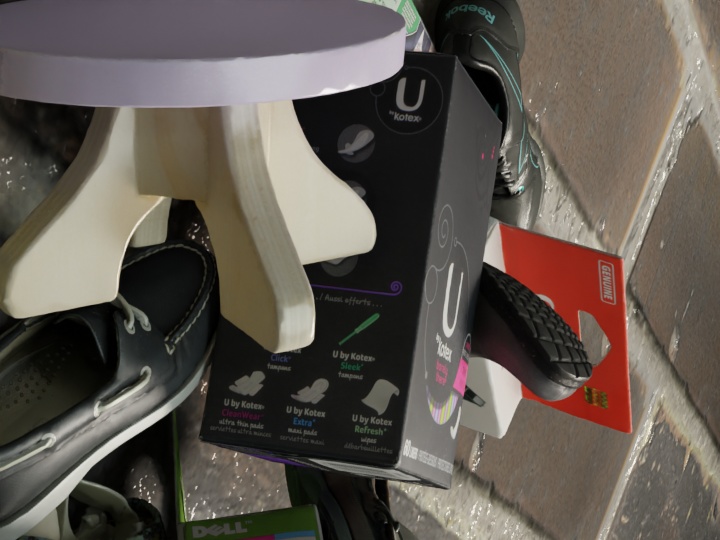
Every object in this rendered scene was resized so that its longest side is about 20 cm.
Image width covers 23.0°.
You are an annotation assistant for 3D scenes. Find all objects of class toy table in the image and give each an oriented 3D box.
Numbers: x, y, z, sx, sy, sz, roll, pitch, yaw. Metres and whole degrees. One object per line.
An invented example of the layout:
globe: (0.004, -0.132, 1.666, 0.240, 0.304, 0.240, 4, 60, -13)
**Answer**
toy table: (-0.074, -0.051, 0.759, 0.198, 0.184, 0.119, -5, 112, -21)

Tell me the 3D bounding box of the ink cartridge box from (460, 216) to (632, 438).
ink cartridge box: (0.089, 0.042, 1.164, 0.044, 0.172, 0.201, -57, 152, -29)

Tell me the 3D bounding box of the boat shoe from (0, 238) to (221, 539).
boat shoe: (-0.126, 0.043, 0.814, 0.200, 0.075, 0.061, -53, 156, -38)

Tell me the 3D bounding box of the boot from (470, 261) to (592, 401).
boot: (0.035, 0.048, 0.994, 0.070, 0.200, 0.132, 29, 101, -42)

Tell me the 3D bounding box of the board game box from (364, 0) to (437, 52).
board game box: (-0.016, -0.115, 1.000, 0.136, 0.029, 0.200, -64, 156, -14)

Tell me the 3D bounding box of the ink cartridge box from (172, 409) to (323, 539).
ink cartridge box: (-0.056, 0.178, 0.939, 0.201, 0.075, 0.149, -103, -171, -52)

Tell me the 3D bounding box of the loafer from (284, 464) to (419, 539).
loafer: (0.007, 0.142, 0.937, 0.200, 0.062, 0.073, -123, -155, -62)

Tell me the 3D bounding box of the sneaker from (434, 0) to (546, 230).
sneaker: (0.076, -0.086, 1.159, 0.080, 0.074, 0.202, -73, 156, -50)

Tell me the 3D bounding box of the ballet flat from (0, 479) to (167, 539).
ballet flat: (-0.153, 0.133, 0.851, 0.200, 0.074, 0.075, 23, 86, -68)

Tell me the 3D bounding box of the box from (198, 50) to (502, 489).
box: (0.000, 0.000, 0.895, 0.122, 0.105, 0.203, 35, 62, -71)
